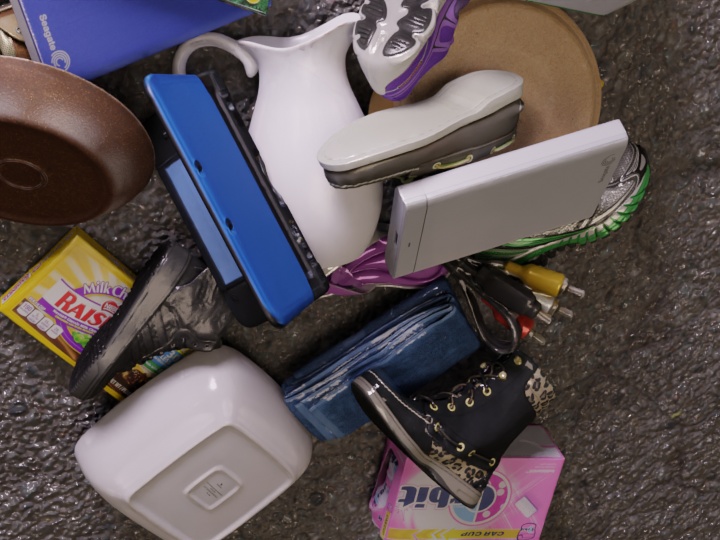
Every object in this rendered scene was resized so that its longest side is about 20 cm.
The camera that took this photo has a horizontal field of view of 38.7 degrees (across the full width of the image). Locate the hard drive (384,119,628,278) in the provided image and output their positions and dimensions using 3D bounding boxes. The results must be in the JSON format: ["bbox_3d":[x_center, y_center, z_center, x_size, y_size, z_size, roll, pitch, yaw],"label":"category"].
[{"bbox_3d":[0.121,-0.058,0.878,0.198,0.027,0.132,-18,156,-11],"label":"hard drive"}]

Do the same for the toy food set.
[{"bbox_3d":[0.122,-0.147,0.920,0.197,0.049,0.201,37,95,-13],"label":"toy food set"}]

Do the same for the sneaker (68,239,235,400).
[{"bbox_3d":[-0.168,0.052,0.926,0.104,0.060,0.201,34,94,-25],"label":"sneaker"}]

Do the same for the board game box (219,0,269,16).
[{"bbox_3d":[-0.141,-0.266,0.751,0.198,0.023,0.106,10,99,-40],"label":"board game box"}]

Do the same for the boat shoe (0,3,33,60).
[{"bbox_3d":[-0.263,-0.171,0.795,0.198,0.074,0.076,-17,121,-7],"label":"boat shoe"}]

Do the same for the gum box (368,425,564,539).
[{"bbox_3d":[0.112,0.234,1.129,0.197,0.066,0.115,4,115,-18],"label":"gum box"}]

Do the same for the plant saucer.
[{"bbox_3d":[-0.262,-0.087,0.800,0.198,0.037,0.201,3,151,2],"label":"plant saucer"}]

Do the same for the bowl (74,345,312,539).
[{"bbox_3d":[-0.153,0.188,1.004,0.199,0.075,0.200,-36,131,3],"label":"bowl"}]

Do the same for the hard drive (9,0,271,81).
[{"bbox_3d":[-0.168,-0.232,0.776,0.199,0.025,0.133,-30,124,-26],"label":"hard drive"}]

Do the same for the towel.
[{"bbox_3d":[0.025,0.098,1.029,0.199,0.049,0.112,-34,140,2],"label":"towel"}]

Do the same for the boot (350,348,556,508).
[{"bbox_3d":[0.095,0.124,1.014,0.154,0.073,0.204,-47,121,-7],"label":"boot"}]

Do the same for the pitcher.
[{"bbox_3d":[-0.068,-0.108,0.875,0.169,0.121,0.203,-2,109,8],"label":"pitcher"}]

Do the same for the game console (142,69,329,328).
[{"bbox_3d":[-0.122,-0.043,0.800,0.118,0.170,0.202,-30,94,-44],"label":"game console"}]

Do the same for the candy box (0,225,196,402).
[{"bbox_3d":[-0.227,0.057,0.958,0.102,0.026,0.200,-43,121,4],"label":"candy box"}]

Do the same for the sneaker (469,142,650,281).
[{"bbox_3d":[0.188,-0.064,0.985,0.199,0.078,0.086,-32,121,3],"label":"sneaker"}]

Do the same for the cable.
[{"bbox_3d":[0.109,0.002,0.975,0.199,0.050,0.098,37,118,5],"label":"cable"}]

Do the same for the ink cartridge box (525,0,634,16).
[{"bbox_3d":[0.153,-0.315,0.786,0.145,0.083,0.203,6,84,-19],"label":"ink cartridge box"}]

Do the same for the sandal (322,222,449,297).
[{"bbox_3d":[0.000,-0.007,0.975,0.200,0.050,0.083,-6,119,-16],"label":"sandal"}]

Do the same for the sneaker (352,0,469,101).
[{"bbox_3d":[0.059,-0.228,0.846,0.201,0.080,0.084,-55,157,-15],"label":"sneaker"}]

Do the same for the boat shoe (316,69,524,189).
[{"bbox_3d":[0.054,-0.104,0.832,0.200,0.072,0.061,-26,128,-27],"label":"boat shoe"}]
